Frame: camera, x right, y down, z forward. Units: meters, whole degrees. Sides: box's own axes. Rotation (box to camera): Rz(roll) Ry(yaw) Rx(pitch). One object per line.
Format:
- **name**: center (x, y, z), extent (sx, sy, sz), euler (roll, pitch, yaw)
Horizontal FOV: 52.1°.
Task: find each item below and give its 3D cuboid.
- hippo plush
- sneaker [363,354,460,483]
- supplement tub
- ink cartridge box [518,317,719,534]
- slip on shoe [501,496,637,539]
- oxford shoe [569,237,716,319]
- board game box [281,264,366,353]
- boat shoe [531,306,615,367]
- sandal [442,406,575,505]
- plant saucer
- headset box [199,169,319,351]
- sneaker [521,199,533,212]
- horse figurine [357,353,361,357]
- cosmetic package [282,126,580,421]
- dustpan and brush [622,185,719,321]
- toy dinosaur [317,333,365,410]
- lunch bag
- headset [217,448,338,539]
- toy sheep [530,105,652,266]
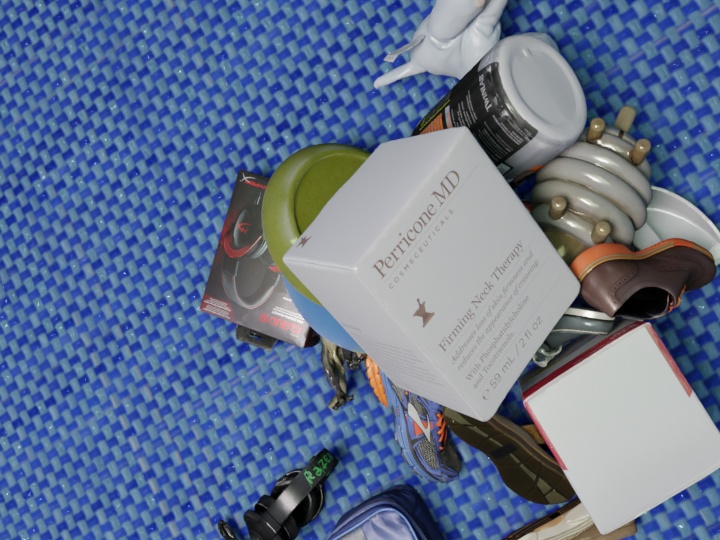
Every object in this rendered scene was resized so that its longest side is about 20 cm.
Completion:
- **hippo plush**: center (0.146, -0.247, 0.824), extent (0.161, 0.159, 0.200), euler (44, 78, -2)
- **sneaker**: center (0.074, 0.161, 0.850), extent (0.077, 0.076, 0.203), euler (-20, 111, 20)
- **supplement tub**: center (0.129, -0.138, 0.773), extent (0.199, 0.121, 0.125), euler (-37, 78, 54)
- **ink cartridge box**: center (0.261, 0.148, 0.771), extent (0.143, 0.200, 0.147), euler (-34, 83, 8)
- **slip on shoe**: center (0.221, 0.315, 0.842), extent (0.197, 0.076, 0.061), euler (-32, 76, 3)
- **oxford shoe**: center (0.296, 0.018, 0.739), extent (0.073, 0.195, 0.072), euler (61, 144, 37)
- **board game box**: center (0.000, 0.000, 0.830), extent (0.156, 0.039, 0.203), euler (34, 61, -9)
- **boat shoe**: center (0.199, 0.074, 0.800), extent (0.071, 0.199, 0.064), euler (7, 80, -26)
- **sandal**: center (0.174, 0.196, 0.838), extent (0.199, 0.055, 0.081), euler (40, 139, -11)
- **plant saucer**: center (-0.010, -0.055, 0.805), extent (0.195, 0.031, 0.205), euler (9, 66, -21)
- **headset box**: center (-0.104, -0.004, 0.920), extent (0.145, 0.075, 0.205), euler (18, 93, 11)
- **sneaker**: center (0.127, -0.017, 0.861), extent (0.199, 0.084, 0.076), euler (-39, 82, 12)
- **horse figurine**: center (0.039, 0.079, 0.888), extent (0.195, 0.050, 0.135), euler (20, 120, 5)
- **cosmetic package**: center (0.065, 0.002, 0.706), extent (0.168, 0.165, 0.200), euler (-49, 113, -16)
- **dustpan and brush**: center (0.298, -0.061, 0.834), extent (0.138, 0.057, 0.202), euler (-37, 65, 8)
- **toy dinosaur**: center (-0.027, 0.105, 0.854), extent (0.046, 0.088, 0.205), euler (-14, 122, -14)
- **lunch bag**: center (0.042, 0.369, 0.850), extent (0.134, 0.132, 0.203), euler (-34, 81, 10)
- **headset**: center (-0.104, 0.286, 0.897), extent (0.094, 0.123, 0.202), euler (40, 117, 12)
- **toy sheep**: center (0.243, -0.084, 0.769), extent (0.136, 0.138, 0.203), euler (32, 84, 11)
